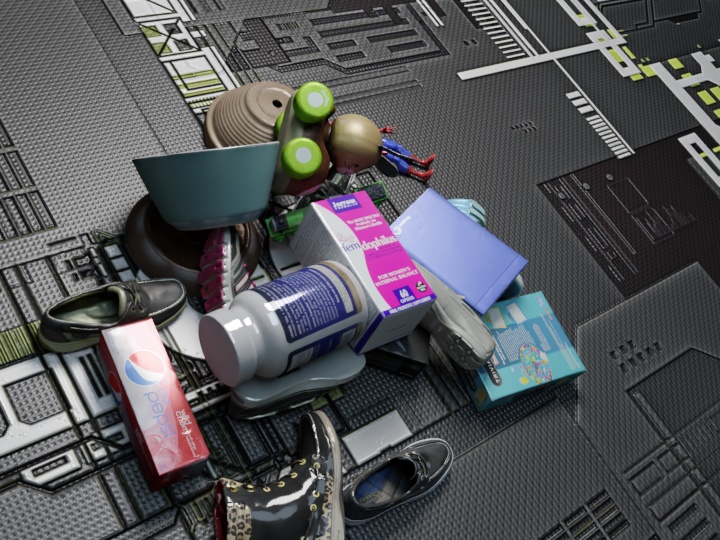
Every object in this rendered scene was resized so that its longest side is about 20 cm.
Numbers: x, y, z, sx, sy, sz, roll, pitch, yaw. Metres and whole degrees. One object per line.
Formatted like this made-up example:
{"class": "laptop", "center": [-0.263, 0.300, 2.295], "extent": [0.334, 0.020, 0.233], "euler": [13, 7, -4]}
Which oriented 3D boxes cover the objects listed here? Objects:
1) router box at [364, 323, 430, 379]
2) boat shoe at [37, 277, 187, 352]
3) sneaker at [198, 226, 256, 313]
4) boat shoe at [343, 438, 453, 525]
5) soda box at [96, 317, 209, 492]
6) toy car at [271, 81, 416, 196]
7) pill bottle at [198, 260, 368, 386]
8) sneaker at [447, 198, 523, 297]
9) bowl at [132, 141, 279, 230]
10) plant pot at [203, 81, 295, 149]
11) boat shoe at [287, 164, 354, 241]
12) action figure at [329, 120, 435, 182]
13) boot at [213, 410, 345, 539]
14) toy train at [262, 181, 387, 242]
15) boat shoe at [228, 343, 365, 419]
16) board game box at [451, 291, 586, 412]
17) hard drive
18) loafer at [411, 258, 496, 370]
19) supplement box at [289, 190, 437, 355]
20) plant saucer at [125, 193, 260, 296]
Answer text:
{"class": "router box", "center": [0.008, 0.057, 1.195], "extent": [0.200, 0.052, 0.157], "euler": [20, 51, -12]}
{"class": "boat shoe", "center": [-0.313, 0.049, 1.037], "extent": [0.201, 0.066, 0.072], "euler": [-17, 68, -32]}
{"class": "sneaker", "center": [-0.164, 0.037, 1.104], "extent": [0.087, 0.074, 0.200], "euler": [0, 74, -39]}
{"class": "boat shoe", "center": [0.054, 0.270, 1.058], "extent": [0.200, 0.066, 0.070], "euler": [-16, 66, -33]}
{"class": "soda box", "center": [-0.258, 0.163, 0.987], "extent": [0.070, 0.063, 0.200], "euler": [-15, 65, -33]}
{"class": "toy car", "center": [-0.025, -0.171, 1.183], "extent": [0.200, 0.164, 0.158], "euler": [14, 81, -16]}
{"class": "pill bottle", "center": [-0.098, 0.068, 1.025], "extent": [0.200, 0.116, 0.116], "euler": [-21, 69, -37]}
{"class": "sneaker", "center": [0.203, -0.050, 1.347], "extent": [0.200, 0.080, 0.131], "euler": [35, 51, -1]}
{"class": "bowl", "center": [-0.205, -0.115, 1.106], "extent": [0.201, 0.201, 0.105], "euler": [-13, 102, -32]}
{"class": "plant pot", "center": [-0.149, -0.241, 1.304], "extent": [0.201, 0.093, 0.201], "euler": [12, 53, -17]}
{"class": "boat shoe", "center": [-0.054, -0.116, 1.276], "extent": [0.074, 0.068, 0.199], "euler": [34, 50, 0]}
{"class": "action figure", "center": [0.036, -0.219, 1.408], "extent": [0.200, 0.052, 0.066], "euler": [19, 55, -10]}
{"class": "boot", "center": [-0.101, 0.267, 0.986], "extent": [0.150, 0.073, 0.200], "euler": [6, 61, -22]}
{"class": "toy train", "center": [-0.051, -0.090, 1.205], "extent": [0.200, 0.056, 0.042], "euler": [-20, 86, -16]}
{"class": "boat shoe", "center": [-0.086, 0.148, 1.079], "extent": [0.200, 0.064, 0.071], "euler": [-12, 51, -30]}
{"class": "board game box", "center": [0.238, 0.123, 1.262], "extent": [0.200, 0.047, 0.151], "euler": [-11, 63, -31]}
{"class": "hard drive", "center": [0.147, -0.030, 1.259], "extent": [0.200, 0.025, 0.132], "euler": [38, 61, 12]}
{"class": "loafer", "center": [0.120, 0.056, 1.175], "extent": [0.200, 0.070, 0.070], "euler": [50, 44, 1]}
{"class": "supplement box", "center": [0.000, 0.000, 1.130], "extent": [0.101, 0.103, 0.200], "euler": [-18, 64, -36]}
{"class": "plant saucer", "center": [-0.239, -0.054, 1.170], "extent": [0.200, 0.032, 0.200], "euler": [13, 54, -18]}
